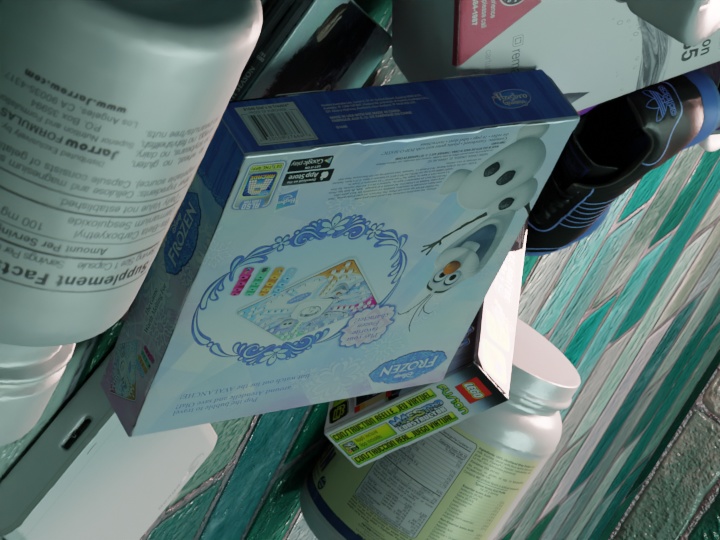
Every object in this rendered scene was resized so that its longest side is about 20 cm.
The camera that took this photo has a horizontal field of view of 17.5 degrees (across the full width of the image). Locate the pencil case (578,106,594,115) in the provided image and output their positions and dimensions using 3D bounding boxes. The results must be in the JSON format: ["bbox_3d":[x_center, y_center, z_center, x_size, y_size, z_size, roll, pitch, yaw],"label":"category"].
[{"bbox_3d":[0.127,-0.141,1.392,0.200,0.088,0.089,-37,158,-56],"label":"pencil case"}]

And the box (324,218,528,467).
[{"bbox_3d":[0.043,0.018,1.392,0.110,0.035,0.200,-27,-148,28],"label":"box"}]

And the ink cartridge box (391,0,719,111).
[{"bbox_3d":[0.121,-0.164,1.205,0.199,0.083,0.147,-20,143,-15],"label":"ink cartridge box"}]

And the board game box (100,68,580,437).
[{"bbox_3d":[-0.012,-0.009,1.183,0.199,0.043,0.199,-8,139,-34],"label":"board game box"}]

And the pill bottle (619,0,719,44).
[{"bbox_3d":[0.078,-0.183,0.955,0.114,0.200,0.114,-48,164,-19],"label":"pill bottle"}]

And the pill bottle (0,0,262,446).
[{"bbox_3d":[-0.124,-0.036,0.868,0.114,0.114,0.200,-30,152,-57],"label":"pill bottle"}]

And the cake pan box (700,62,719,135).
[{"bbox_3d":[0.235,-0.200,1.480,0.184,0.052,0.201,77,8,-73],"label":"cake pan box"}]

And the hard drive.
[{"bbox_3d":[-0.143,0.115,1.327,0.132,0.026,0.200,-51,164,-11],"label":"hard drive"}]

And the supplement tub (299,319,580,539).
[{"bbox_3d":[0.061,0.131,1.755,0.200,0.145,0.145,-57,165,15],"label":"supplement tub"}]

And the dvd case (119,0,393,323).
[{"bbox_3d":[-0.062,-0.057,1.194,0.200,0.022,0.146,-53,165,2],"label":"dvd case"}]

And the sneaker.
[{"bbox_3d":[0.138,-0.066,1.490,0.078,0.070,0.200,-14,161,-45],"label":"sneaker"}]

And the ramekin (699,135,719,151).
[{"bbox_3d":[0.285,-0.199,1.788,0.201,0.098,0.201,-49,165,-19],"label":"ramekin"}]
